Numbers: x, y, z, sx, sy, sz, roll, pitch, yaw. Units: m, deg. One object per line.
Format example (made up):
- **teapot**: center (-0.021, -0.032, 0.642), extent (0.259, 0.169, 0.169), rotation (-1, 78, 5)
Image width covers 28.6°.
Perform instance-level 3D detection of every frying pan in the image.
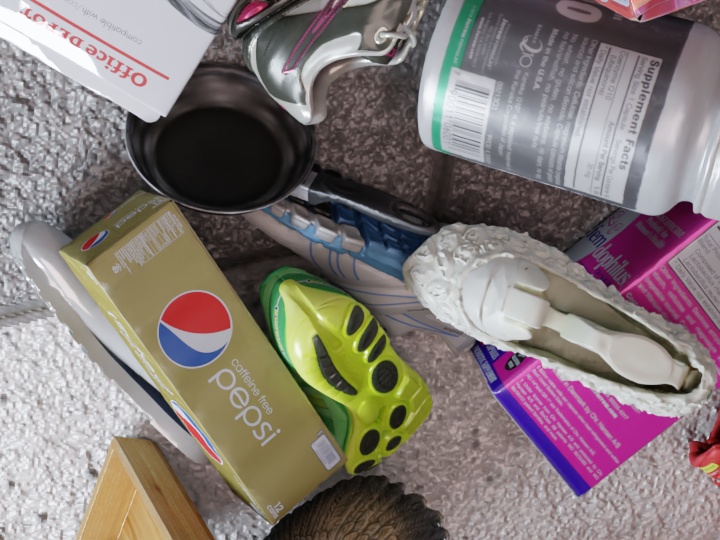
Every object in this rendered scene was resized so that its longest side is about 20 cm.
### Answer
- **frying pan**: center (-0.047, -0.072, 0.848), extent (0.189, 0.115, 0.031), rotation (7, 144, -7)

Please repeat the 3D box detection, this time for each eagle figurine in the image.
- **eagle figurine**: center (-0.041, 0.228, 0.914), extent (0.150, 0.152, 0.200), rotation (-2, 144, -27)

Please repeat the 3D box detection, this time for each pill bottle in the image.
- **pill bottle**: center (0.142, -0.098, 0.819), extent (0.199, 0.113, 0.114), rotation (18, 107, 13)

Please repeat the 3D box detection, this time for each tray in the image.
- **tray**: center (-0.125, 0.198, 0.875), extent (0.037, 0.200, 0.099), rotation (12, 108, -33)

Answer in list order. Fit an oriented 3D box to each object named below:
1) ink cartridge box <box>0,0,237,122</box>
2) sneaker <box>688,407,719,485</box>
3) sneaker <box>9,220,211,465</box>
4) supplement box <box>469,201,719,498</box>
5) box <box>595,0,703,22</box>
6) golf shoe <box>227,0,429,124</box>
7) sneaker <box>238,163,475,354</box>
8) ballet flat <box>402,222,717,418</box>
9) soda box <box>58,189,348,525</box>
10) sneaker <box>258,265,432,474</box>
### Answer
- **ink cartridge box**: center (-0.119, -0.166, 0.748), extent (0.116, 0.068, 0.200), rotation (29, 120, -12)
- **sneaker**: center (0.272, 0.137, 0.982), extent (0.084, 0.077, 0.201), rotation (-7, 99, 0)
- **sneaker**: center (-0.137, 0.032, 0.891), extent (0.080, 0.076, 0.200), rotation (-43, 115, -2)
- **supplement box**: center (0.179, 0.032, 0.911), extent (0.200, 0.101, 0.103), rotation (-38, 109, 5)
- **box**: center (0.152, -0.212, 0.771), extent (0.094, 0.200, 0.103), rotation (-18, 110, -1)
- **golf shoe**: center (0.019, -0.168, 0.815), extent (0.200, 0.077, 0.088), rotation (-35, 74, 19)
- **sneaker**: center (0.000, 0.000, 0.895), extent (0.199, 0.075, 0.087), rotation (25, 122, -8)
- **ballet flat**: center (0.120, 0.027, 0.820), extent (0.199, 0.072, 0.072), rotation (23, 105, 0)
- **soda box**: center (-0.092, 0.051, 0.841), extent (0.064, 0.068, 0.201), rotation (-38, 112, -16)
- **sneaker**: center (-0.010, 0.060, 0.892), extent (0.074, 0.084, 0.200), rotation (-36, 144, -10)
